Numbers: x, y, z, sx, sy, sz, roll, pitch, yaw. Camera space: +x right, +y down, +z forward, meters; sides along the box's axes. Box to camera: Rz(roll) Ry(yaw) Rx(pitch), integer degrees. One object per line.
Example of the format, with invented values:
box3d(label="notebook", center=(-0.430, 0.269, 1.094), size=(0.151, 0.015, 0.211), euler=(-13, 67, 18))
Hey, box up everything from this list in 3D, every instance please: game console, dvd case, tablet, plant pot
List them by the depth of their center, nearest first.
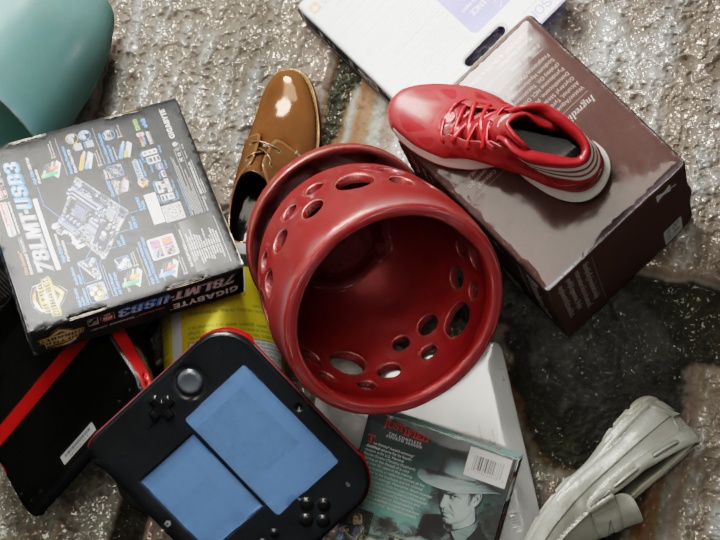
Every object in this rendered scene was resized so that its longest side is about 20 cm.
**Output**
box3d(label="game console", center=(-0.110, 0.166, 1.569), size=(0.177, 0.031, 0.200), euler=(-42, 97, 8))
box3d(label="plant pot", center=(0.000, 0.000, 1.584), size=(0.200, 0.201, 0.183), euler=(-42, 32, 0))
box3d(label="dvd case", center=(0.050, 0.236, 1.604), size=(0.145, 0.022, 0.201), euler=(17, 98, 17))
box3d(label="tablet", center=(0.084, 0.174, 1.619), size=(0.129, 0.014, 0.201), euler=(-13, 87, 6))
box3d(label="game console", center=(-0.283, 0.099, 1.662), size=(0.200, 0.031, 0.177), euler=(-47, 66, 28))
box3d(label="plant pot", center=(-0.337, -0.228, 1.768), size=(0.200, 0.201, 0.161), euler=(31, 74, 19))

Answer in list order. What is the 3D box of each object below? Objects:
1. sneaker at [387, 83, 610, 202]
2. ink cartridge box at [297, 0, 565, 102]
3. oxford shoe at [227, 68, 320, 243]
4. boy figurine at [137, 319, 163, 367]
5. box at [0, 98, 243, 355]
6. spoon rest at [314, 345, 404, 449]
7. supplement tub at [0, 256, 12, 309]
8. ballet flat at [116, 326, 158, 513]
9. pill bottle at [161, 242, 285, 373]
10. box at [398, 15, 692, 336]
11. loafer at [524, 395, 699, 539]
box3d(label="sneaker", center=(0.107, -0.125, 1.493), size=(0.199, 0.116, 0.079), euler=(16, 79, 17))
box3d(label="ink cartridge box", center=(0.074, -0.255, 1.752), size=(0.198, 0.043, 0.200), euler=(-44, 68, -1))
box3d(label="oxford shoe", center=(-0.084, -0.106, 1.736), size=(0.071, 0.071, 0.201), euler=(6, 75, 16))
box3d(label="boy figurine", center=(-0.254, 0.087, 1.727), size=(0.124, 0.064, 0.201), euler=(24, 79, 15))
box3d(label="box", center=(-0.227, -0.043, 1.625), size=(0.197, 0.050, 0.201), euler=(-18, 61, -12))
box3d(label="spoon rest", center=(-0.018, 0.151, 1.658), size=(0.099, 0.061, 0.200), euler=(38, 74, 4))
box3d(label="supplement tub", center=(-0.357, -0.013, 1.739), size=(0.199, 0.122, 0.123), euler=(-29, 70, 13))
box3d(label="ballet flat", center=(-0.208, 0.126, 1.666), size=(0.068, 0.068, 0.201), euler=(-19, 97, -18))
box3d(label="pill bottle", center=(-0.125, 0.085, 1.669), size=(0.114, 0.114, 0.201), euler=(-7, 73, 11))
box3d(label="box", center=(0.167, -0.082, 1.617), size=(0.164, 0.166, 0.200), euler=(-42, 69, -2))
box3d(label="loafer", center=(0.214, 0.199, 1.577), size=(0.070, 0.070, 0.200), euler=(38, 83, 24))
